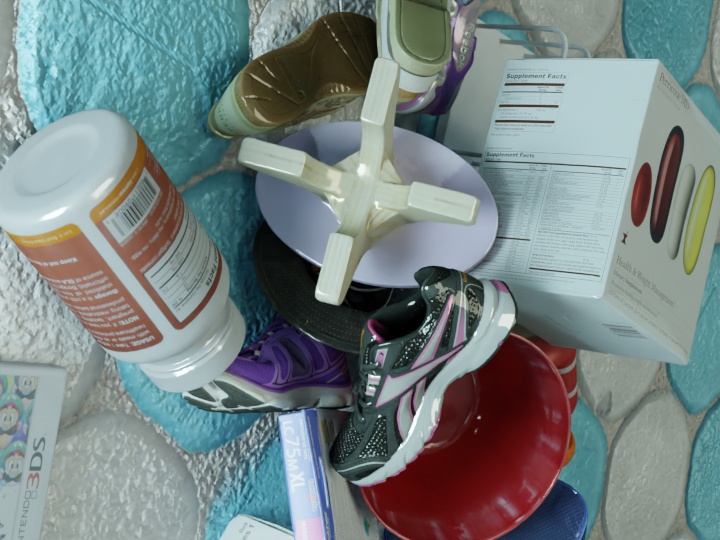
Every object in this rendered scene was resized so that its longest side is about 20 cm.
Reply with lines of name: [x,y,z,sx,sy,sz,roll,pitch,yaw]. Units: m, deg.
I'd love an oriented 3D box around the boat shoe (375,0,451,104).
boat shoe: [0.044,-0.231,1.152,0.074,0.069,0.202,20,54,-12]

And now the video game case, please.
video game case: [-0.294,0.150,0.912,0.199,0.024,0.184,9,91,-50]

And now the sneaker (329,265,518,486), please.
sneaker: [0.027,0.072,1.045,0.086,0.081,0.201,26,109,-25]

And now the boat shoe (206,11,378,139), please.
boat shoe: [-0.047,-0.160,1.118,0.199,0.062,0.074,-28,93,-46]

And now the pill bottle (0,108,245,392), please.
pill bottle: [-0.163,-0.007,0.965,0.113,0.111,0.201,-55,135,-26]

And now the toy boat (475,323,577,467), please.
toy boat: [0.166,0.137,1.328,0.129,0.131,0.201,-25,145,-7]

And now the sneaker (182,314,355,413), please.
sneaker: [-0.078,0.077,1.132,0.199,0.080,0.084,6,80,-60]

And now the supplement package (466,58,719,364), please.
supplement package: [0.204,-0.049,1.158,0.191,0.146,0.202,30,72,-51]

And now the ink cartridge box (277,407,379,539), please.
ink cartridge box: [-0.028,0.178,1.134,0.200,0.041,0.121,37,44,-77]

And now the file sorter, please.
file sorter: [0.188,-0.149,1.340,0.199,0.124,0.140,18,86,-51]

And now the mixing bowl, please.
mixing bowl: [0.073,0.130,1.191,0.198,0.108,0.202,-5,108,-18]

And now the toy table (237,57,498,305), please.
toy table: [0.007,-0.061,1.050,0.117,0.198,0.186,44,49,-81]

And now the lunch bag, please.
lunch bag: [0.126,0.254,1.295,0.137,0.198,0.132,-62,169,-15]

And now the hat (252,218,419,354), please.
hat: [0.000,0.000,1.161,0.201,0.200,0.081,-48,167,-31]

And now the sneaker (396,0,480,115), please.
sneaker: [0.077,-0.228,1.234,0.088,0.080,0.202,24,85,-56]

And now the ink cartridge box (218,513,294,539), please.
ink cartridge box: [-0.069,0.329,1.173,0.147,0.084,0.201,-57,136,-25]

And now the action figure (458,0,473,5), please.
action figure: [0.045,-0.323,1.096,0.200,0.105,0.194,39,28,-15]
